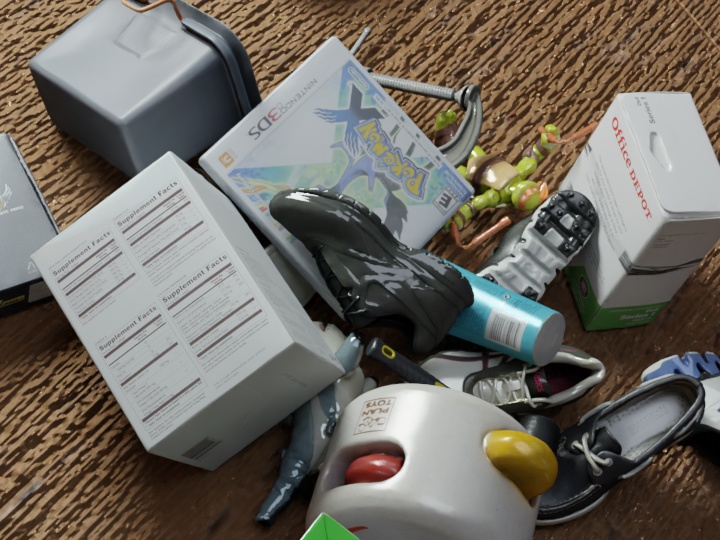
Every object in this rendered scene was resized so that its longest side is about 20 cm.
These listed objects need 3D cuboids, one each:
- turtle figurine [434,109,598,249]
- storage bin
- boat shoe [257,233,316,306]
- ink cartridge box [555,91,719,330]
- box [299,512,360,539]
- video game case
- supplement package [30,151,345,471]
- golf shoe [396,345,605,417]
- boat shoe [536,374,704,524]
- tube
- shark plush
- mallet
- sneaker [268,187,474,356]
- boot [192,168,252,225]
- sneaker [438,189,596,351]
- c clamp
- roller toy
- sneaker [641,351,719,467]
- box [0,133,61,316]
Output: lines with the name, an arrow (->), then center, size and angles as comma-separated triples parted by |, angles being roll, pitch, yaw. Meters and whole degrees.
turtle figurine -> 0.130, -0.101, 1.540 | 0.200, 0.064, 0.161 | -43, 54, -19
storage bin -> -0.208, -0.178, 1.442 | 0.134, 0.146, 0.200 | -40, 51, -23
boat shoe -> -0.064, -0.026, 1.456 | 0.060, 0.074, 0.200 | 17, 62, 47
ink cartridge box -> 0.265, -0.056, 1.488 | 0.084, 0.200, 0.146 | -4, 60, -20
box -> 0.002, 0.312, 1.191 | 0.200, 0.177, 0.097 | 36, 56, 8
video game case -> -0.019, -0.086, 1.430 | 0.200, 0.022, 0.182 | 47, 68, -7
supplement package -> -0.142, 0.039, 1.305 | 0.151, 0.152, 0.200 | -36, 71, 4
golf shoe -> 0.125, 0.102, 1.407 | 0.200, 0.088, 0.077 | -12, 88, -21
boat shoe -> 0.224, 0.158, 1.393 | 0.200, 0.060, 0.074 | -27, 70, -10
tube -> 0.091, 0.030, 1.422 | 0.200, 0.050, 0.078 | 23, 77, 34
shark plush -> -0.048, 0.138, 1.377 | 0.083, 0.091, 0.200 | 10, 70, 18
mallet -> 0.092, 0.112, 1.345 | 0.200, 0.041, 0.066 | 40, 51, -10
sneaker -> 0.000, 0.000, 1.361 | 0.200, 0.076, 0.091 | 32, 74, 2
boot -> -0.148, -0.067, 1.450 | 0.074, 0.076, 0.200 | 44, 56, 15
sneaker -> 0.145, 0.008, 1.496 | 0.066, 0.090, 0.200 | 43, 82, -2
c clamp -> 0.041, -0.168, 1.558 | 0.200, 0.027, 0.171 | 20, 61, 29
roller toy -> 0.056, 0.184, 1.281 | 0.182, 0.200, 0.140 | 18, 55, 2
sneaker -> 0.375, 0.136, 1.483 | 0.199, 0.081, 0.115 | -8, 64, -13
box -> -0.373, -0.024, 1.368 | 0.200, 0.051, 0.158 | -19, 64, -26
